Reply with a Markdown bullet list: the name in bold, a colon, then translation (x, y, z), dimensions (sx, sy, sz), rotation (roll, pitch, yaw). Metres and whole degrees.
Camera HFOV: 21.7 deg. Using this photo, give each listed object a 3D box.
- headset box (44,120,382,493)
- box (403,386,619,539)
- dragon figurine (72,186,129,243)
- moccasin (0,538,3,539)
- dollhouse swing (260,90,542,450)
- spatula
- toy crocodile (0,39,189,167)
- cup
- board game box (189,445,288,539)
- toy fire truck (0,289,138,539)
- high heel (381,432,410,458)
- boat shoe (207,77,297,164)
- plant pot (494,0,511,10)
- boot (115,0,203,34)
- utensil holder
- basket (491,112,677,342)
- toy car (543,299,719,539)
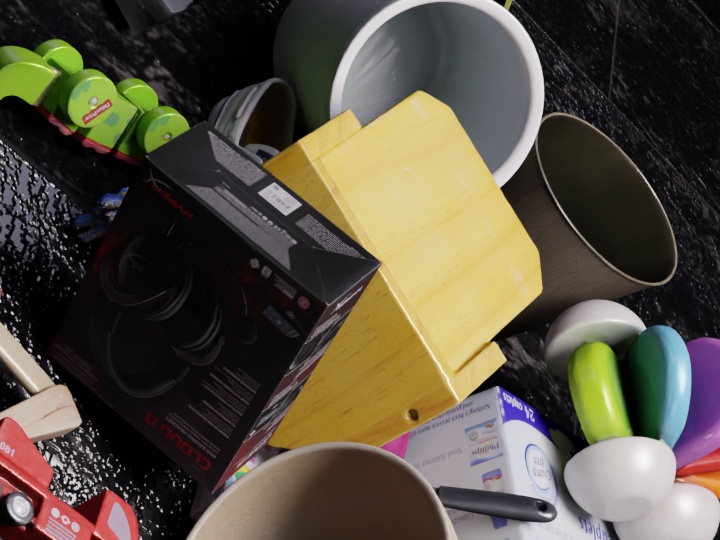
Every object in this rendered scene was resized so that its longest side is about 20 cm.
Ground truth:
- **headset box**: translation (-0.101, 0.031, 1.198), dimensions (0.149, 0.200, 0.077), rotation (40, 35, 9)
- **box**: translation (0.119, 0.215, 1.409), dimensions (0.184, 0.105, 0.201), rotation (33, 42, -51)
- **dragon figurine**: translation (-0.101, -0.010, 1.319), dimensions (0.199, 0.059, 0.100), rotation (2, 80, -25)
- **moccasin**: translation (-0.246, 0.143, 1.050), dimensions (0.200, 0.080, 0.068), rotation (57, 46, -29)
- **dollhouse swing**: translation (0.000, 0.000, 1.303), dimensions (0.200, 0.181, 0.176), rotation (57, 24, -5)
- **spatula**: translation (0.040, 0.149, 1.302), dimensions (0.199, 0.021, 0.057), rotation (14, 39, -7)
- **toy crocodile**: translation (-0.182, -0.109, 1.327), dimensions (0.200, 0.062, 0.067), rotation (24, 12, -48)
- **cup**: translation (-0.008, 0.232, 1.210), dimensions (0.143, 0.200, 0.201), rotation (53, 29, -48)
- **board game box**: translation (-0.044, 0.131, 1.351), dimensions (0.134, 0.034, 0.200), rotation (43, 38, -25)
- **toy fire truck**: translation (-0.210, 0.102, 1.142), dimensions (0.200, 0.049, 0.141), rotation (42, 38, -26)
- **high heel**: translation (0.024, 0.041, 1.375), dimensions (0.096, 0.067, 0.201), rotation (38, 69, -45)
- **boat shoe**: translation (-0.085, -0.067, 1.407), dimensions (0.071, 0.070, 0.200), rotation (40, 42, -26)
- **plant pot**: translation (0.062, -0.288, 1.680), dimensions (0.201, 0.200, 0.193), rotation (57, 22, -4)
- **boot**: translation (-0.174, -0.295, 1.464), dimensions (0.200, 0.066, 0.165), rotation (54, 43, -4)
- **utensil holder**: translation (0.028, -0.151, 1.467), dimensions (0.170, 0.170, 0.200), rotation (42, 1, -25)
- **basket**: translation (0.125, -0.016, 1.529), dimensions (0.180, 0.200, 0.136), rotation (33, 43, -34)
- **toy car**: translation (0.237, 0.112, 1.432), dimensions (0.200, 0.150, 0.175), rotation (43, 33, -44)
